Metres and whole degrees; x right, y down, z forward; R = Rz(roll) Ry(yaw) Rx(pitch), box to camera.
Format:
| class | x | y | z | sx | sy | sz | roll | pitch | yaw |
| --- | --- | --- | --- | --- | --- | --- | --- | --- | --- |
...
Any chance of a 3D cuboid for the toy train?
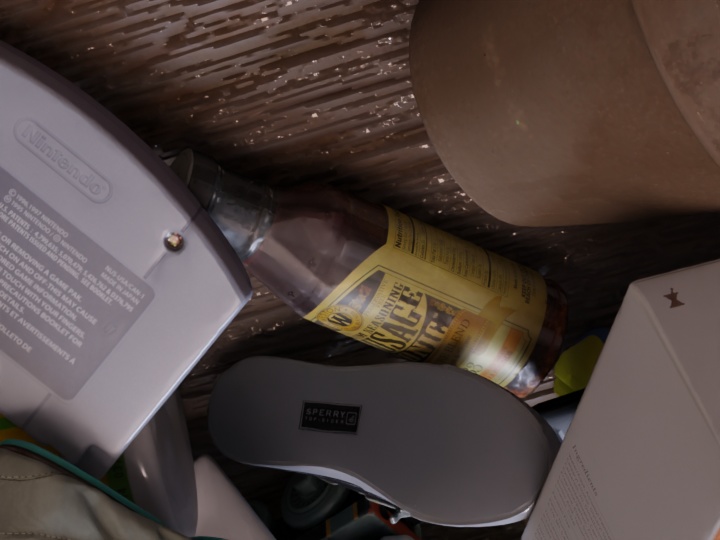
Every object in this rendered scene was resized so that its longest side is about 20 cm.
| class | x | y | z | sx | sy | sz | roll | pitch | yaw |
| --- | --- | --- | --- | --- | --- | --- | --- | --- | --- |
| toy train | -0.044 | 0.176 | 1.178 | 0.200 | 0.114 | 0.085 | -32 | 125 | 21 |

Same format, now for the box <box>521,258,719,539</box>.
| class | x | y | z | sx | sy | sz | roll | pitch | yaw |
| --- | --- | --- | --- | --- | --- | --- | --- | --- | --- |
| box | 0.158 | 0.085 | 0.944 | 0.124 | 0.098 | 0.200 | -13 | 148 | -19 |

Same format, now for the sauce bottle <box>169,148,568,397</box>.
| class | x | y | z | sx | sy | sz | roll | pitch | yaw |
| --- | --- | --- | --- | --- | --- | --- | --- | --- | --- |
| sauce bottle | 0.000 | 0.000 | 1.070 | 0.200 | 0.066 | 0.066 | 21 | 125 | -19 |

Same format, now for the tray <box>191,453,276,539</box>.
| class | x | y | z | sx | sy | sz | roll | pitch | yaw |
| --- | --- | --- | --- | --- | --- | --- | --- | --- | --- |
| tray | -0.054 | 0.192 | 1.109 | 0.107 | 0.200 | 0.022 | -47 | 145 | 8 |

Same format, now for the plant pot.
| class | x | y | z | sx | sy | sz | roll | pitch | yaw |
| --- | --- | --- | --- | --- | --- | --- | --- | --- | --- |
| plant pot | 0.119 | -0.094 | 0.938 | 0.174 | 0.201 | 0.200 | -22 | 130 | 34 |

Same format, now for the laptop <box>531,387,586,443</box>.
| class | x | y | z | sx | sy | sz | roll | pitch | yaw |
| --- | --- | --- | --- | --- | --- | --- | --- | --- | --- |
| laptop | 0.206 | 0.060 | 1.114 | 0.200 | 0.116 | 0.187 | -20 | 128 | 19 |

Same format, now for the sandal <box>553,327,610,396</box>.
| class | x | y | z | sx | sy | sz | roll | pitch | yaw |
| --- | --- | --- | --- | --- | --- | --- | --- | --- | --- |
| sandal | 0.163 | 0.095 | 1.161 | 0.087 | 0.080 | 0.200 | -33 | 128 | 1 |

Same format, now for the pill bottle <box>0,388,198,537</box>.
| class | x | y | z | sx | sy | sz | roll | pitch | yaw |
| --- | --- | --- | --- | --- | --- | --- | --- | --- | --- |
| pill bottle | -0.186 | 0.099 | 1.106 | 0.199 | 0.111 | 0.111 | -11 | 129 | 5 |

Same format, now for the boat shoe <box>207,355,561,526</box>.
| class | x | y | z | sx | sy | sz | roll | pitch | yaw |
| --- | --- | --- | --- | --- | --- | --- | --- | --- | --- |
| boat shoe | 0.020 | 0.083 | 1.087 | 0.199 | 0.074 | 0.068 | 1 | 168 | 38 |

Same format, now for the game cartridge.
| class | x | y | z | sx | sy | sz | roll | pitch | yaw |
| --- | --- | --- | --- | --- | --- | --- | --- | --- | --- |
| game cartridge | -0.152 | -0.018 | 1.008 | 0.200 | 0.040 | 0.133 | 40 | 108 | -5 |

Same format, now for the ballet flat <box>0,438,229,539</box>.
| class | x | y | z | sx | sy | sz | roll | pitch | yaw |
| --- | --- | --- | --- | --- | --- | --- | --- | --- | --- |
| ballet flat | -0.091 | 0.139 | 1.028 | 0.200 | 0.064 | 0.067 | 27 | 157 | -24 |
